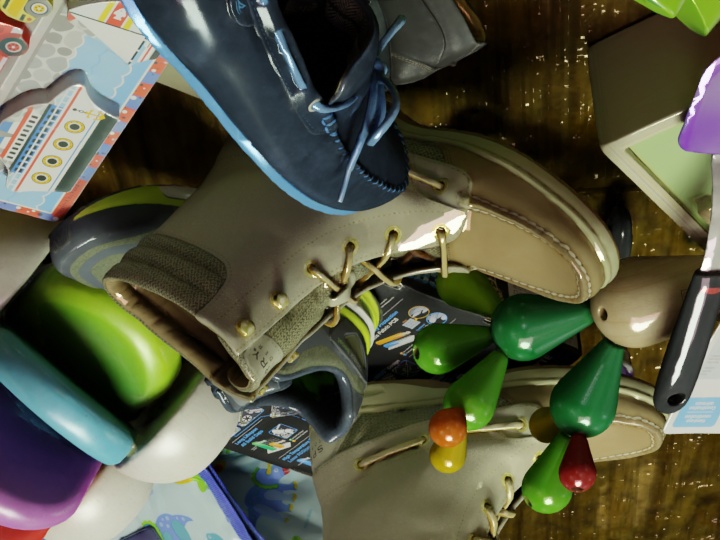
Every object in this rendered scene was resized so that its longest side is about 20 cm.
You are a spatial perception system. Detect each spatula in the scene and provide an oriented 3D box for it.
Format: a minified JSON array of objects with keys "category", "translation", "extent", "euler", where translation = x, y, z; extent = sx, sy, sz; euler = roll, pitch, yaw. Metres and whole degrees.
[{"category":"spatula","translation":[0.163,-0.016,0.885],"extent":[0.056,0.021,0.200],"euler":[-1,119,-18]},{"category":"spatula","translation":[0.143,0.032,1.079],"extent":[0.021,0.057,0.200],"euler":[-8,142,1]}]

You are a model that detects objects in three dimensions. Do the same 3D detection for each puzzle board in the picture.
[{"category":"puzzle board","translation":[-0.162,-0.090,0.804],"extent":[0.150,0.017,0.200],"euler":[16,143,-23]}]

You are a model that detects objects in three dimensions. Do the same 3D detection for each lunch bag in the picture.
[{"category":"lunch bag","translation":[-0.087,0.184,1.233],"extent":[0.170,0.128,0.200],"euler":[-29,124,37]}]

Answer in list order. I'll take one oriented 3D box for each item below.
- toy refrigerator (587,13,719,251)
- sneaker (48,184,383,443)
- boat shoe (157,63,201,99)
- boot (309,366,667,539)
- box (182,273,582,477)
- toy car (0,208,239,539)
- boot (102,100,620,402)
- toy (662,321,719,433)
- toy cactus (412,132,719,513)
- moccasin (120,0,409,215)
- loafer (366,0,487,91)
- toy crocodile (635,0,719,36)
[{"category":"toy refrigerator","translation":[0.197,-0.048,0.949],"extent":[0.076,0.070,0.200],"euler":[-23,140,27]},{"category":"sneaker","translation":[-0.065,0.022,0.946],"extent":[0.200,0.081,0.074],"euler":[24,135,-34]},{"category":"boat shoe","translation":[-0.115,-0.134,0.821],"extent":[0.201,0.063,0.074],"euler":[21,161,-29]},{"category":"boot","translation":[0.071,0.134,1.030],"extent":[0.200,0.155,0.072],"euler":[-4,145,6]},{"category":"box","translation":[-0.011,0.048,1.094],"extent":[0.198,0.050,0.200],"euler":[22,138,-27]},{"category":"toy car","translation":[-0.178,0.079,1.009],"extent":[0.175,0.150,0.200],"euler":[42,131,-11]},{"category":"boot","translation":[0.000,0.000,0.866],"extent":[0.200,0.155,0.072],"euler":[26,149,23]},{"category":"toy","translation":[0.239,0.011,0.926],"extent":[0.115,0.047,0.200],"euler":[3,121,-32]},{"category":"toy cactus","translation":[0.099,0.020,0.954],"extent":[0.165,0.200,0.102],"euler":[-12,176,17]},{"category":"moccasin","translation":[-0.021,-0.081,0.762],"extent":[0.068,0.081,0.200],"euler":[-22,151,19]},{"category":"loafer","translation":[0.015,-0.148,0.804],"extent":[0.072,0.073,0.200],"euler":[-12,155,-1]},{"category":"toy crocodile","translation":[0.096,-0.161,0.794],"extent":[0.200,0.062,0.068],"euler":[27,95,-33]}]
